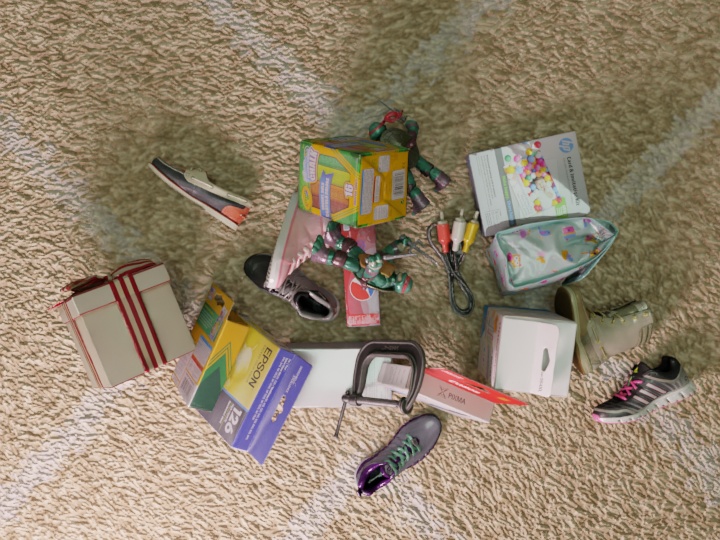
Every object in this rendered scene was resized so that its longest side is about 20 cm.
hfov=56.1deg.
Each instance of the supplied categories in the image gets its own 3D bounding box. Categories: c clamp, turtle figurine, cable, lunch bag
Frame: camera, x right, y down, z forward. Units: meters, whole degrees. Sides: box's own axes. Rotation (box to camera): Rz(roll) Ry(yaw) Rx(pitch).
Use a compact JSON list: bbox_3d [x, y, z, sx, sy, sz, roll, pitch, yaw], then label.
[{"bbox_3d":[0.036,0.198,1.137,0.027,0.200,0.172,23,66,-35],"label":"c clamp"},{"bbox_3d":[0.067,-0.206,1.223,0.150,0.101,0.200,-42,97,2],"label":"turtle figurine"},{"bbox_3d":[0.024,-0.014,1.140,0.199,0.150,0.101,22,108,7],"label":"turtle figurine"},{"bbox_3d":[0.169,-0.014,1.249,0.097,0.050,0.201,0,92,4],"label":"cable"},{"bbox_3d":[0.334,-0.031,1.185,0.199,0.170,0.123,-15,82,2],"label":"lunch bag"}]

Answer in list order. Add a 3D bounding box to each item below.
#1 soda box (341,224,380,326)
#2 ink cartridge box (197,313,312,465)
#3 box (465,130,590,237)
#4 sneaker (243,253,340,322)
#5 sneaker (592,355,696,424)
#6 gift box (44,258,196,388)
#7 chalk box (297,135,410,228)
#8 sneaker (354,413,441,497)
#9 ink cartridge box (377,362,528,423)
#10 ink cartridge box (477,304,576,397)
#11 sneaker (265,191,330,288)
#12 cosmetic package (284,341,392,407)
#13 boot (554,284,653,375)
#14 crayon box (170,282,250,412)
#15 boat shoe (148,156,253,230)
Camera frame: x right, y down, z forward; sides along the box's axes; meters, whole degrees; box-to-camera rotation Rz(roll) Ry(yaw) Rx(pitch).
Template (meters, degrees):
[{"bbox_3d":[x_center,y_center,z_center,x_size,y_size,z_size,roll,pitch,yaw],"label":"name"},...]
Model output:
[{"bbox_3d":[0.000,0.000,1.242,0.063,0.070,0.201,-3,92,-1],"label":"soda box"},{"bbox_3d":[-0.201,0.208,1.211,0.200,0.047,0.198,29,93,44],"label":"ink cartridge box"},{"bbox_3d":[0.308,-0.157,1.246,0.199,0.041,0.157,-12,93,0],"label":"box"},{"bbox_3d":[-0.126,0.030,1.223,0.199,0.115,0.075,29,93,-1],"label":"sneaker"},{"bbox_3d":[0.512,0.216,1.245,0.199,0.074,0.088,-21,92,-3],"label":"sneaker"},{"bbox_3d":[-0.425,0.092,1.185,0.184,0.200,0.188,-24,96,-38],"label":"gift box"},{"bbox_3d":[-0.029,-0.163,1.174,0.200,0.123,0.125,21,116,42],"label":"chalk box"},{"bbox_3d":[0.074,0.348,1.248,0.200,0.088,0.074,-42,91,3],"label":"sneaker"},{"bbox_3d":[0.156,0.213,1.163,0.199,0.176,0.045,26,74,-27],"label":"ink cartridge box"},{"bbox_3d":[0.287,0.136,1.179,0.125,0.200,0.129,6,92,0],"label":"ink cartridge box"},{"bbox_3d":[-0.099,-0.046,1.209,0.104,0.075,0.201,19,56,-8],"label":"sneaker"},{"bbox_3d":[-0.040,0.191,1.248,0.199,0.081,0.113,1,92,2],"label":"cosmetic package"},{"bbox_3d":[0.440,0.083,1.215,0.154,0.072,0.201,-24,121,0],"label":"boot"},{"bbox_3d":[-0.267,0.136,1.222,0.051,0.126,0.201,22,94,-33],"label":"crayon box"},{"bbox_3d":[-0.294,-0.152,1.240,0.200,0.071,0.063,34,87,-3],"label":"boat shoe"}]
